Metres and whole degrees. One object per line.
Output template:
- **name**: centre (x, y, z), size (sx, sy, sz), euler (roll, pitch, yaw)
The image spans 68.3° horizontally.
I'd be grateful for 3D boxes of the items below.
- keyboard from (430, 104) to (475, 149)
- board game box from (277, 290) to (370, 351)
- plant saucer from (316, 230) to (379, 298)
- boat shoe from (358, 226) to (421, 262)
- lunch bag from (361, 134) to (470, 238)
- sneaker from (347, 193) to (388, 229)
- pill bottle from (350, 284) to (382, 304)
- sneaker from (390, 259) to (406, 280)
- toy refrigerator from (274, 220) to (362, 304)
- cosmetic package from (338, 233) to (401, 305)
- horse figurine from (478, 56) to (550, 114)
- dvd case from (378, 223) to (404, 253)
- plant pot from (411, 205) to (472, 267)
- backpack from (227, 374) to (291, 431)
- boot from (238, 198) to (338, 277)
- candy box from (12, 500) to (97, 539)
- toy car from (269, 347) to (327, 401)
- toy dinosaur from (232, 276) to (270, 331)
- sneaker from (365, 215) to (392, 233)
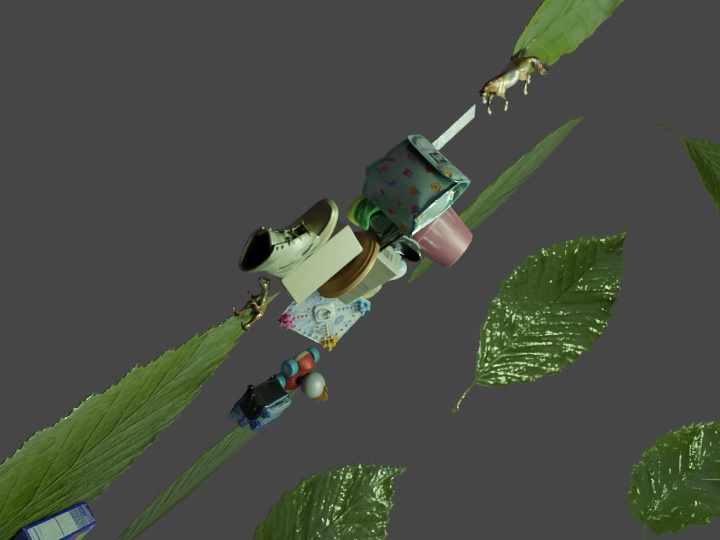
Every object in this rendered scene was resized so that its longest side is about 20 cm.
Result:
- **keyboard**: centre (0.221, -0.345, 1.359), size (0.200, 0.011, 0.056), euler (-43, 166, -5)
- **board game box**: centre (-0.102, 0.124, 1.507), size (0.198, 0.026, 0.200), euler (31, 114, -29)
- **plant saucer**: centre (-0.041, -0.023, 1.306), size (0.198, 0.037, 0.202), euler (-32, -148, 23)
- **boat shoe**: centre (0.086, -0.069, 1.451), size (0.198, 0.067, 0.070), euler (24, 117, -29)
- **lunch bag**: centre (0.129, -0.201, 1.181), size (0.199, 0.170, 0.122), euler (-38, 163, -21)
- **sneaker**: centre (0.059, -0.168, 1.265), size (0.199, 0.084, 0.074), euler (-41, 166, -14)
- **pill bottle**: centre (-0.010, 0.037, 1.614), size (0.115, 0.115, 0.199), euler (-48, 166, 20)
- **sneaker**: centre (0.034, -0.024, 1.453), size (0.196, 0.075, 0.082), euler (4, 151, -5)
- **toy refrigerator**: centre (-0.099, -0.021, 1.228), size (0.199, 0.076, 0.070), euler (-41, -152, -13)
- **cosmetic package**: centre (0.000, 0.000, 1.388), size (0.199, 0.103, 0.074), euler (-33, -151, 37)
- **horse figurine**: centre (0.376, -0.471, 1.323), size (0.199, 0.050, 0.133), euler (-36, 150, 4)
- **dvd case**: centre (0.113, -0.133, 1.323), size (0.148, 0.016, 0.201), euler (-35, -163, 34)
- **plant pot**: centre (0.229, -0.115, 1.590), size (0.201, 0.178, 0.200), euler (-52, -175, 7)
- **backpack**: centre (-0.371, 0.498, 1.911), size (0.200, 0.135, 0.182), euler (-45, 166, 21)
- **boot**: centre (-0.138, -0.067, 1.035), size (0.200, 0.072, 0.154), euler (-46, 164, 12)
- **candy box**: centre (-0.818, 0.709, 1.368), size (0.169, 0.077, 0.200), euler (-45, 165, 9)
- **toy car**: centre (-0.208, 0.429, 2.025), size (0.177, 0.200, 0.184), euler (-49, 165, 26)
- **toy dinosaur**: centre (-0.242, 0.094, 1.233), size (0.106, 0.060, 0.201), euler (-35, 164, -37)
- **sneaker**: centre (0.079, -0.176, 1.374), size (0.201, 0.073, 0.114), euler (-46, -173, -14)
